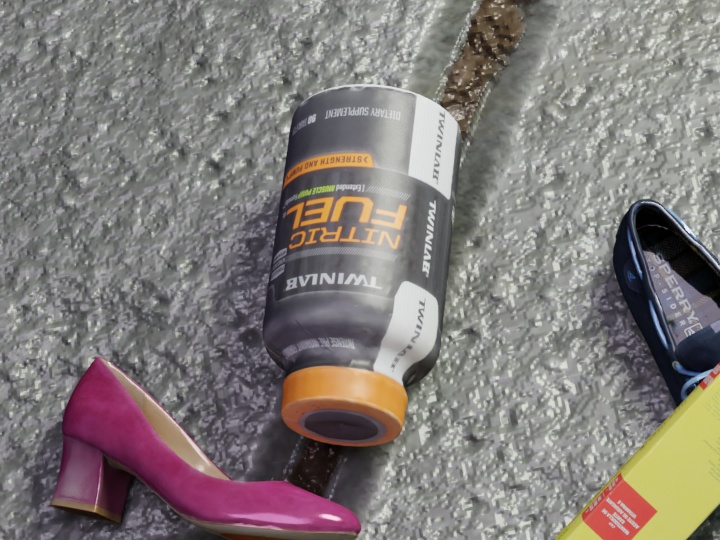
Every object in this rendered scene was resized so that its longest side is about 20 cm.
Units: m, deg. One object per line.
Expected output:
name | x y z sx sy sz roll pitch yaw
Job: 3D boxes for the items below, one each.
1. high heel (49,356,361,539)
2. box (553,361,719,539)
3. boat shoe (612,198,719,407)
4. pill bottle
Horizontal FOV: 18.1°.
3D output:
high heel | -0.086 0.106 1.314 0.200 0.067 0.096 5 74 28
box | 0.153 0.130 1.214 0.050 0.075 0.200 44 96 5
boat shoe | 0.198 0.046 1.283 0.084 0.069 0.200 -35 64 -7
pill bottle | 0.000 0.000 1.328 0.106 0.106 0.200 1 64 12
